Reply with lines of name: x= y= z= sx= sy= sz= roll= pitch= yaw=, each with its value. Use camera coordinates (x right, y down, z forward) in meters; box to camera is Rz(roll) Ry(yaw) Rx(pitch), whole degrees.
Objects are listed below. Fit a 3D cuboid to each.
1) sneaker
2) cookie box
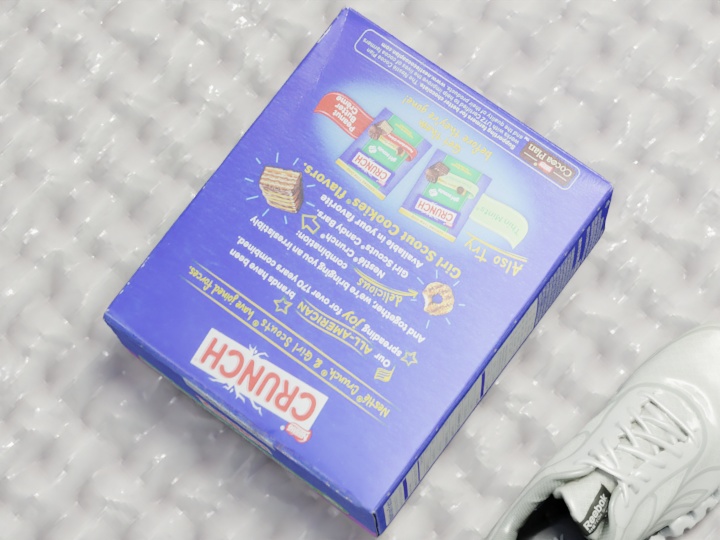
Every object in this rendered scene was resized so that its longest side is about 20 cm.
sneaker: x=0.124 y=0.099 z=0.927 sx=0.075 sy=0.081 sz=0.200 roll=40 pitch=78 yaw=18
cookie box: x=0.000 y=0.000 z=0.972 sx=0.171 sy=0.075 sz=0.200 roll=35 pitch=78 yaw=15
